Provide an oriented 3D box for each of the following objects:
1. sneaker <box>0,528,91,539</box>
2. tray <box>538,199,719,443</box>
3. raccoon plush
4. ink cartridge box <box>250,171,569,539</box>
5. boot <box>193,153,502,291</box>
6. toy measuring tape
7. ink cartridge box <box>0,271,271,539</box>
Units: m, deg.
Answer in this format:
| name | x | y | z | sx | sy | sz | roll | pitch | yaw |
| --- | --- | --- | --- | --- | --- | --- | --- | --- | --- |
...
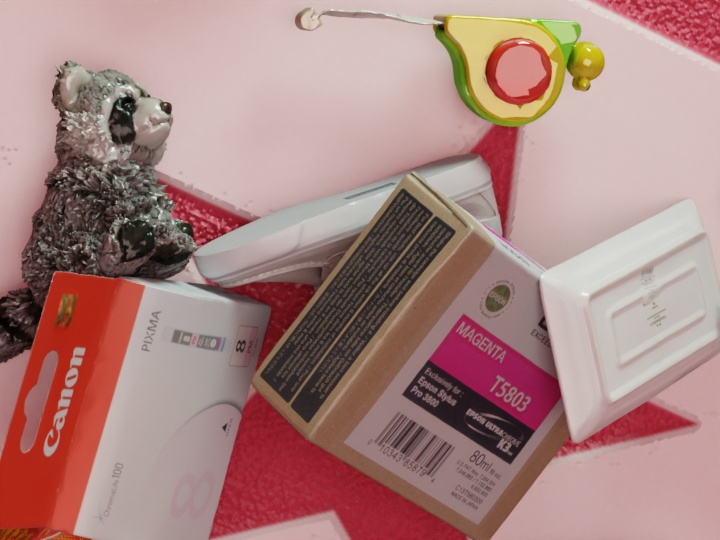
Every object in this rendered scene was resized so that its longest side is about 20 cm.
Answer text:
| name | x | y | z | sx | sy | sz | roll | pitch | yaw |
| --- | --- | --- | --- | --- | --- | --- | --- | --- | --- |
| sneaker | -0.200 | 0.196 | 1.720 | 0.077 | 0.073 | 0.201 | 18 | 98 | -34 |
| tray | 0.179 | 0.028 | 1.716 | 0.200 | 0.022 | 0.108 | -25 | 105 | -52 |
| raccoon plush | -0.194 | -0.040 | 1.676 | 0.199 | 0.097 | 0.135 | -27 | 79 | 5 |
| ink cartridge box | 0.054 | 0.058 | 1.686 | 0.165 | 0.075 | 0.200 | -52 | 136 | 5 |
| boot | 0.000 | 0.000 | 1.718 | 0.199 | 0.074 | 0.096 | -18 | 101 | -12 |
| toy measuring tape | 0.057 | -0.127 | 1.718 | 0.199 | 0.074 | 0.074 | 2 | 97 | -11 |
| ink cartridge box | -0.136 | 0.088 | 1.652 | 0.057 | 0.200 | 0.164 | 18 | 94 | 22 |
